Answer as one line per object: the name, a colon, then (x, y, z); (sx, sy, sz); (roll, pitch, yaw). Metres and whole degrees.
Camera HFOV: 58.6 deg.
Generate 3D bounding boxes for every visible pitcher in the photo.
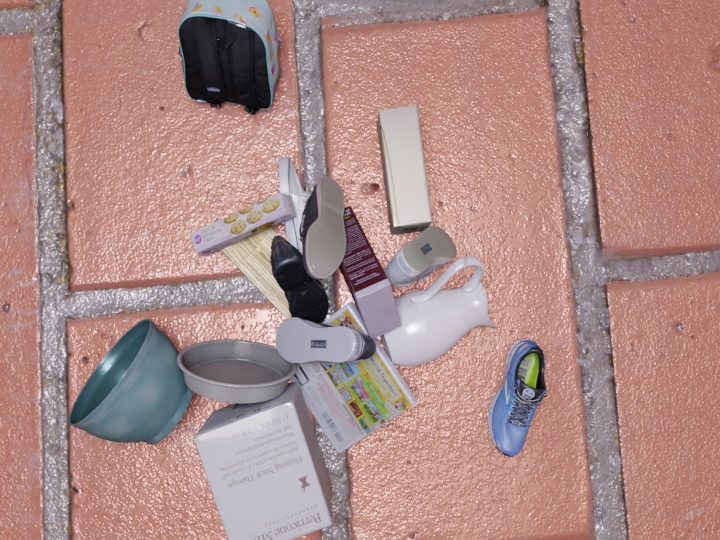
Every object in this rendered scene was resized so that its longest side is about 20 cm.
pitcher: (0.125, 0.067, 1.090); (0.196, 0.122, 0.174); (-21, 130, -5)

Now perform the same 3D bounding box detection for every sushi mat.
sushi mat: (-0.162, -0.010, 1.162); (0.096, 0.012, 0.200); (-45, 88, -6)

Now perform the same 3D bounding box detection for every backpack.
backpack: (-0.221, -0.392, 1.101); (0.171, 0.201, 0.157); (11, 69, 2)

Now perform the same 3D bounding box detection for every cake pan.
cake pan: (-0.205, 0.166, 1.062); (0.195, 0.201, 0.038); (9, 103, 0)

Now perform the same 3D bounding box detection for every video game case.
video game case: (-0.027, 0.187, 1.106); (0.181, 0.023, 0.202); (-37, 85, 24)

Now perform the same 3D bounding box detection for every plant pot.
plant pot: (-0.364, 0.202, 1.066); (0.134, 0.200, 0.201); (42, 85, -25)

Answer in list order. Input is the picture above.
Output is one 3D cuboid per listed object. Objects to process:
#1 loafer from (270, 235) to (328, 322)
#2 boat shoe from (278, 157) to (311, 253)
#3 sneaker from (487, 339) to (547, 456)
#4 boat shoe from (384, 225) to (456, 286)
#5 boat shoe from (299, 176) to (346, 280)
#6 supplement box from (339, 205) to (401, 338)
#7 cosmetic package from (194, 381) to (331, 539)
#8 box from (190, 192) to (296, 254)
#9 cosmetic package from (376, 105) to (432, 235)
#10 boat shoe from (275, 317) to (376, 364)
loafer: (-0.102, 0.020, 1.087); (0.071, 0.202, 0.073); (-21, 51, -5)
boat shoe: (-0.095, -0.105, 1.138); (0.084, 0.075, 0.208); (-9, 81, -4)
sneaker: (0.274, 0.221, 1.113); (0.076, 0.089, 0.205); (12, 85, 1)
boat shoe: (0.100, -0.022, 1.103); (0.071, 0.200, 0.071); (-38, 83, 33)
boat shoe: (-0.066, -0.060, 1.040); (0.072, 0.062, 0.204); (27, 47, -27)
supplement box: (0.000, 0.000, 1.067); (0.060, 0.110, 0.202); (-22, 47, -4)
cosmetic package: (-0.150, 0.317, 1.050); (0.164, 0.166, 0.205); (-19, 92, -3)
box: (-0.205, -0.079, 1.115); (0.196, 0.039, 0.042); (-20, 80, 21)
cosmetic package: (0.076, -0.174, 1.136); (0.071, 0.104, 0.206); (-8, 84, -1)
boat shoe: (-0.059, 0.118, 1.048); (0.197, 0.067, 0.074); (-4, 76, 43)
